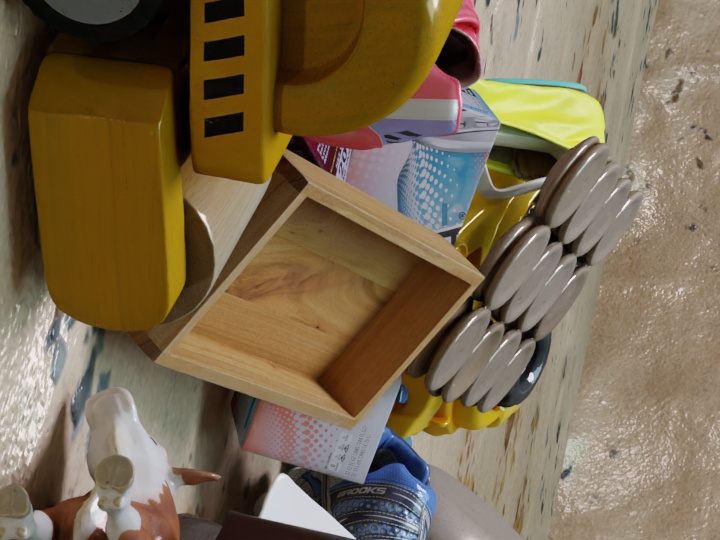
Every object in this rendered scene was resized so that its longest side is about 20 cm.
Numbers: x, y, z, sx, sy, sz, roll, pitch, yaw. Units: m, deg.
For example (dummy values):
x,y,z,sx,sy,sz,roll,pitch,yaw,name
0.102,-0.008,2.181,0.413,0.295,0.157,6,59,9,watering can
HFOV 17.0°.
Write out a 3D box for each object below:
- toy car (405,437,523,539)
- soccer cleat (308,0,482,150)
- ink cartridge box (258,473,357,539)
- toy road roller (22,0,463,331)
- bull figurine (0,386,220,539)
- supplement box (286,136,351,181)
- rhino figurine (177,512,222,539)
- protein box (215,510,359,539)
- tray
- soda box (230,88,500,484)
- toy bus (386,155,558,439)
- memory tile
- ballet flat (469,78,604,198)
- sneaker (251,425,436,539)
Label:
x,y,z,sx,sy,sz,roll,pitch,yaw,name
0.008,0.217,1.450,0.200,0.184,0.177,-49,174,2,toy car
0.023,-0.103,1.016,0.200,0.076,0.067,-60,157,-61,soccer cleat
-0.068,0.189,0.984,0.117,0.067,0.200,48,58,-45,ink cartridge box
-0.037,-0.076,0.863,0.123,0.145,0.201,-65,161,-54,toy road roller
-0.108,0.130,0.901,0.121,0.065,0.201,68,33,-65,bull figurine
-0.040,-0.110,1.051,0.200,0.061,0.109,56,44,-74,supplement box
-0.084,0.201,1.066,0.060,0.087,0.201,-20,-133,50,rhino figurine
-0.002,0.234,0.903,0.200,0.135,0.199,-61,142,-27,protein box
-0.023,0.010,1.068,0.099,0.037,0.200,-49,154,7,tray
0.000,0.000,1.190,0.064,0.068,0.201,-114,-137,-69,soda box
0.018,0.027,1.342,0.192,0.135,0.201,-48,151,-47,toy bus
0.088,0.006,1.251,0.153,0.017,0.200,-54,166,1,memory tile
0.049,-0.072,1.247,0.067,0.199,0.067,-29,-118,50,ballet flat
0.002,0.124,1.277,0.085,0.077,0.200,-60,-166,-2,sneaker
